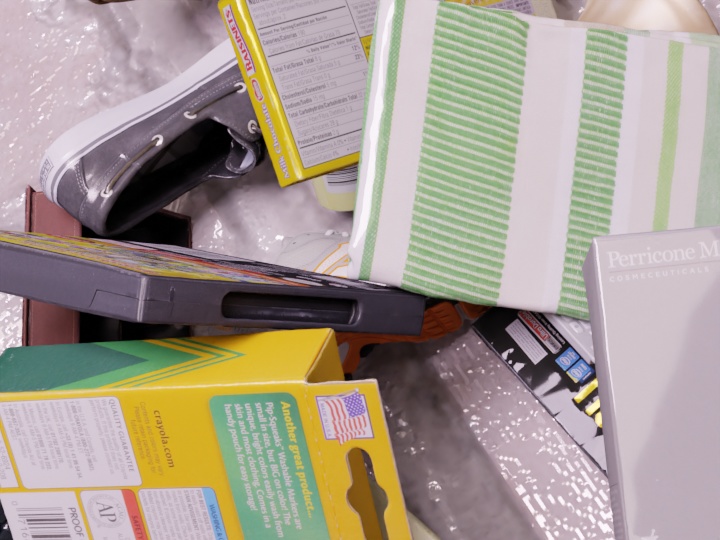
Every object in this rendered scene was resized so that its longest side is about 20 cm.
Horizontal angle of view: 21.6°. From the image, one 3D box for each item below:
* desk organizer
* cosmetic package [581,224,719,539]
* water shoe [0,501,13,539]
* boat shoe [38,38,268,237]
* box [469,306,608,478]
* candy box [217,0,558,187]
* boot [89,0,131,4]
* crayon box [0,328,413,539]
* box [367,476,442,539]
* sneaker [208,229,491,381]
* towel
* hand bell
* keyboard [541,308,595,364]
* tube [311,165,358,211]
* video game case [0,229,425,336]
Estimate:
[{"bbox_3d":[-0.142,0.050,1.062,0.077,0.072,0.201,-9,66,13],"label":"desk organizer"},{"bbox_3d":[0.165,0.080,0.863,0.106,0.090,0.201,-8,83,3],"label":"cosmetic package"},{"bbox_3d":[-0.221,0.148,1.062,0.079,0.071,0.201,-33,59,35],"label":"water shoe"},{"bbox_3d":[-0.084,-0.079,1.067,0.200,0.070,0.066,-28,59,-29],"label":"boat shoe"},{"bbox_3d":[0.179,0.048,0.962,0.160,0.049,0.200,-43,61,1],"label":"box"},{"bbox_3d":[0.026,-0.118,1.000,0.200,0.026,0.103,-19,88,-34],"label":"candy box"},{"bbox_3d":[-0.041,-0.180,1.085,0.200,0.066,0.175,20,35,26],"label":"boot"},{"bbox_3d":[-0.069,0.096,0.876,0.199,0.126,0.052,-3,27,18],"label":"crayon box"},{"bbox_3d":[0.012,0.223,0.919,0.200,0.097,0.176,38,84,29],"label":"box"},{"bbox_3d":[0.000,0.000,1.034,0.200,0.076,0.092,-30,51,0],"label":"sneaker"},{"bbox_3d":[0.098,-0.053,0.935,0.199,0.023,0.153,8,83,-6],"label":"towel"},{"bbox_3d":[0.086,-0.071,0.977,0.200,0.104,0.104,-36,59,-21],"label":"hand bell"},{"bbox_3d":[0.083,-0.026,0.981,0.056,0.011,0.200,-22,53,-26],"label":"keyboard"},{"bbox_3d":[-0.021,-0.130,1.028,0.052,0.200,0.058,5,36,31],"label":"tube"},{"bbox_3d":[-0.100,0.005,0.936,0.200,0.180,0.026,11,94,44],"label":"video game case"}]
